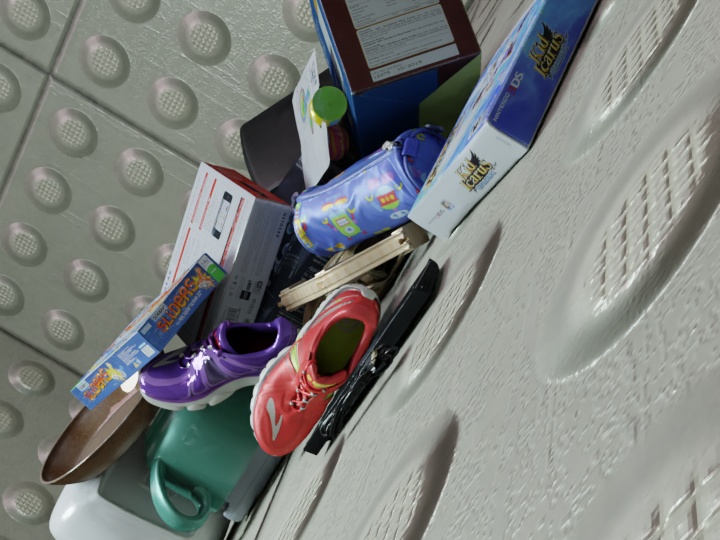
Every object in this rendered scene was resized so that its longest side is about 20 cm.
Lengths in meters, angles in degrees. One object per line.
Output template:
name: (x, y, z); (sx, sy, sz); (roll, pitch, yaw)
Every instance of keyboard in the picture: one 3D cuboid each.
keyboard: (0.006, 0.085, 0.948); (0.200, 0.021, 0.127); (-58, -1, 30)

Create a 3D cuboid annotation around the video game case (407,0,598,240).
video game case: (0.126, -0.148, 0.985); (0.200, 0.045, 0.181); (-62, 4, -28)

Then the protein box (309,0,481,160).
protein box: (0.030, -0.246, 1.181); (0.134, 0.201, 0.199); (-17, -18, -1)

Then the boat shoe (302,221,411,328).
boat shoe: (0.000, 0.000, 1.233); (0.200, 0.071, 0.065); (-58, 5, 3)

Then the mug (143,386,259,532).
mug: (-0.179, 0.187, 1.272); (0.152, 0.114, 0.185); (-58, 5, 13)

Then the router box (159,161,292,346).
router box: (-0.166, -0.011, 1.323); (0.179, 0.049, 0.201); (35, 109, 57)

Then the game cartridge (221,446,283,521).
game cartridge: (-0.112, 0.207, 1.358); (0.133, 0.041, 0.200); (-54, 5, 12)

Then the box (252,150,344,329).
box: (-0.055, -0.020, 1.338); (0.200, 0.107, 0.148); (-56, 34, 5)

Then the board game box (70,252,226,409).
board game box: (-0.240, 0.071, 1.265); (0.200, 0.034, 0.136); (-36, 14, 48)

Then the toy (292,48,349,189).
toy: (-0.038, -0.154, 1.208); (0.200, 0.047, 0.116); (135, 127, -81)

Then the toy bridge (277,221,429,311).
toy bridge: (-0.021, 0.004, 1.160); (0.200, 0.027, 0.067); (-27, 1, 40)

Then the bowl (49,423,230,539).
bowl: (-0.245, 0.269, 1.340); (0.075, 0.199, 0.200); (-58, 6, 38)

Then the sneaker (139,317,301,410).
sneaker: (-0.150, 0.086, 1.189); (0.199, 0.084, 0.081); (-17, 49, 15)

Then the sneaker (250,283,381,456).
sneaker: (-0.048, 0.102, 1.106); (0.200, 0.077, 0.085); (-59, 10, 12)

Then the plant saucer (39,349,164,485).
plant saucer: (-0.286, 0.175, 1.294); (0.200, 0.037, 0.201); (-40, 18, 16)

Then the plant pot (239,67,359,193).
plant pot: (-0.036, -0.129, 1.514); (0.200, 0.200, 0.178); (-31, 29, 19)

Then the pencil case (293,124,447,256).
pencil case: (0.012, -0.079, 1.147); (0.200, 0.087, 0.078); (-24, 34, 45)
